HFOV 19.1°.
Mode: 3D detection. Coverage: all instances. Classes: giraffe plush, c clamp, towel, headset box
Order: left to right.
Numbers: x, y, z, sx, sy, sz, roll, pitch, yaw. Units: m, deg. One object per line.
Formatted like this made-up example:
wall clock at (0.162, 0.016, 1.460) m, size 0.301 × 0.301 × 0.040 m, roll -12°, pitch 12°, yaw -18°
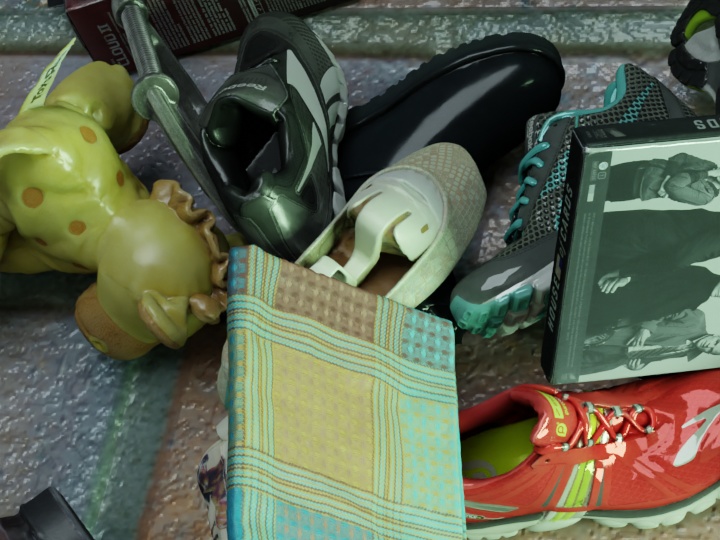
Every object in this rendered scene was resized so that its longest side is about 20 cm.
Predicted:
giraffe plush at (-0.142, -0.021, 1.232) m, size 0.162 × 0.200 × 0.173 m, roll 43°, pitch 60°, yaw 0°
c clamp at (-0.116, -0.110, 1.247) m, size 0.027 × 0.171 × 0.200 m, roll -29°, pitch 37°, yaw 3°
headset box at (-0.114, -0.221, 1.386) m, size 0.199 × 0.075 × 0.149 m, roll -17°, pitch 54°, yaw 6°
towel at (-0.004, 0.095, 1.027) m, size 0.022 × 0.146 × 0.201 m, roll -30°, pitch 51°, yaw 41°

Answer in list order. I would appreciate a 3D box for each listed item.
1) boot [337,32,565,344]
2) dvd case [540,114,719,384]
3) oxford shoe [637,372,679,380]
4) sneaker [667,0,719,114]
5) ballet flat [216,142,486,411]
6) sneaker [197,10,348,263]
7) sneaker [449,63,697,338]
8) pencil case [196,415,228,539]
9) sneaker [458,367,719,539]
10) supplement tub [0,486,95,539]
boot at (0.041, -0.028, 1.209) m, size 0.199 × 0.077 × 0.169 m, roll -23°, pitch 50°, yaw 10°
dvd case at (0.195, -0.014, 1.072) m, size 0.199 × 0.151 × 0.025 m, roll -6°, pitch 39°, yaw -12°
oxford shoe at (0.222, -0.021, 1.153) m, size 0.199 × 0.073 × 0.085 m, roll -23°, pitch 51°, yaw 1°
sneaker at (0.234, -0.100, 1.160) m, size 0.080 × 0.074 × 0.200 m, roll 15°, pitch 26°, yaw -17°
ballet flat at (0.000, 0.000, 1.115) m, size 0.067 × 0.062 × 0.200 m, roll 32°, pitch 69°, yaw 19°
sneaker at (-0.050, -0.087, 1.196) m, size 0.066 × 0.091 × 0.201 m, roll -22°, pitch 47°, yaw 18°
sneaker at (0.112, -0.041, 1.173) m, size 0.200 × 0.078 × 0.091 m, roll -36°, pitch 80°, yaw -27°
pencil case at (-0.036, 0.167, 1.044) m, size 0.077 × 0.090 × 0.201 m, roll -19°, pitch 51°, yaw 14°
sneaker at (0.113, 0.090, 1.105) m, size 0.199 × 0.085 × 0.077 m, roll -15°, pitch 56°, yaw 8°
supplement tub at (-0.222, 0.200, 1.125) m, size 0.200 × 0.107 × 0.107 m, roll -37°, pitch 55°, yaw -8°
